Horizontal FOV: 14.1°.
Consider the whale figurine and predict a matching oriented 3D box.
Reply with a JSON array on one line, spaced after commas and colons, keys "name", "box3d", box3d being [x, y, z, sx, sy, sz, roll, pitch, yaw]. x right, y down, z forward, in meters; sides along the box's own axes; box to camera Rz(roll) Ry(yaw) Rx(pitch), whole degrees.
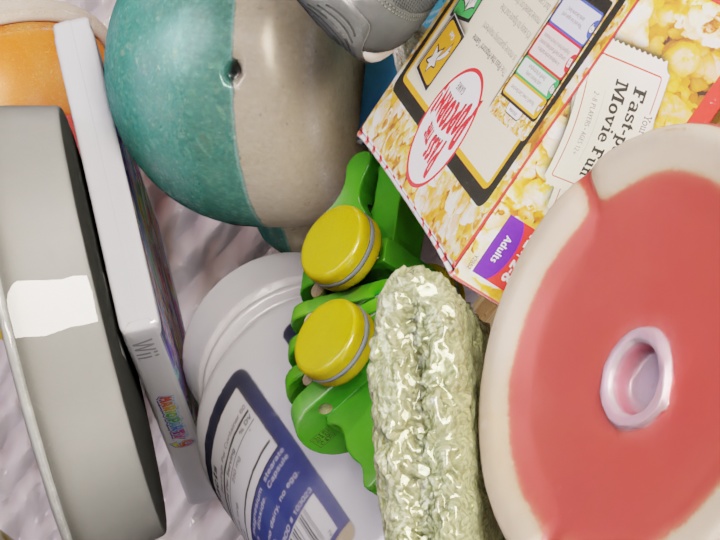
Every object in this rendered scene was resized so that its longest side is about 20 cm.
[{"name": "whale figurine", "box3d": [-0.042, -0.086, 1.190, 0.200, 0.103, 0.160, -36, -54, -77]}]

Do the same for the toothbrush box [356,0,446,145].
[{"name": "toothbrush box", "box3d": [0.082, -0.146, 1.128, 0.146, 0.085, 0.201, -18, 61, 51]}]

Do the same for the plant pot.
[{"name": "plant pot", "box3d": [0.145, 0.048, 0.871, 0.200, 0.177, 0.201, -27, 55, 47]}]

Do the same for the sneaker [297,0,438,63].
[{"name": "sneaker", "box3d": [0.025, -0.153, 1.026, 0.084, 0.074, 0.200, -31, 26, 36]}]

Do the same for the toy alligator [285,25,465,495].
[{"name": "toy alligator", "box3d": [0.000, 0.000, 1.053, 0.054, 0.059, 0.201, -24, 48, 34]}]

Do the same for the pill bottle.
[{"name": "pill bottle", "box3d": [0.003, 0.076, 1.120, 0.111, 0.111, 0.200, -61, 35, 17]}]

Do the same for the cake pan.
[{"name": "cake pan", "box3d": [-0.114, 0.023, 1.136, 0.200, 0.037, 0.201, 166, 90, -88]}]

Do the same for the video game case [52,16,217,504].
[{"name": "video game case", "box3d": [-0.093, 0.001, 1.238, 0.200, 0.018, 0.144, 78, 178, -66]}]

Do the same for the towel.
[{"name": "towel", "box3d": [0.030, 0.105, 0.921, 0.036, 0.148, 0.201, -5, 80, 8]}]

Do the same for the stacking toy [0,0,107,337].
[{"name": "stacking toy", "box3d": [-0.154, -0.016, 1.385, 0.146, 0.146, 0.201, -46, 59, 34]}]

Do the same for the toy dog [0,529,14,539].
[{"name": "toy dog", "box3d": [-0.113, 0.178, 1.189, 0.199, 0.194, 0.140, 19, 64, 20]}]

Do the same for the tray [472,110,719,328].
[{"name": "tray", "box3d": [0.136, -0.035, 0.989, 0.200, 0.098, 0.037, -53, 39, 27]}]

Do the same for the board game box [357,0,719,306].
[{"name": "board game box", "box3d": [0.084, -0.094, 0.955, 0.200, 0.046, 0.152, -55, 21, 11]}]
